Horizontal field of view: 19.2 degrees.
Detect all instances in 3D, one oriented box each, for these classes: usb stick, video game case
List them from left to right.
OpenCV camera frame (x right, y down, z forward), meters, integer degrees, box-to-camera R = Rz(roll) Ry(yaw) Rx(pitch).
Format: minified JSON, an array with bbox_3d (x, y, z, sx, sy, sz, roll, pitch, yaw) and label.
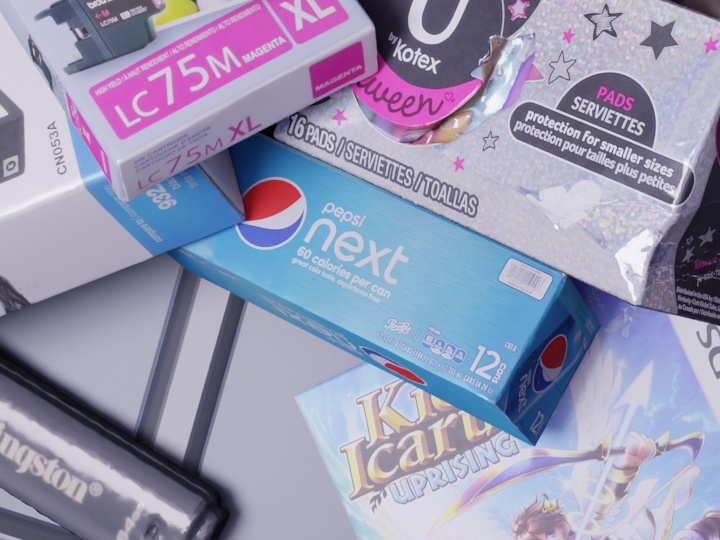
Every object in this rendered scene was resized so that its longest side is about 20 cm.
[{"bbox_3d":[-0.156,0.081,1.008,0.200,0.033,0.056,31,93,9],"label":"usb stick"},{"bbox_3d":[0.096,0.097,0.957,0.200,0.045,0.182,-25,83,9],"label":"video game case"}]

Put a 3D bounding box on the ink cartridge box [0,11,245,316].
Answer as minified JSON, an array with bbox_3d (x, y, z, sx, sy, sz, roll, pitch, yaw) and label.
[{"bbox_3d":[-0.168,-0.062,0.931,0.199,0.084,0.145,-21,65,9],"label":"ink cartridge box"}]

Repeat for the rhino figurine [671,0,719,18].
[{"bbox_3d":[0.198,-0.169,0.940,0.087,0.060,0.200,40,94,13],"label":"rhino figurine"}]

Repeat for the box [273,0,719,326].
[{"bbox_3d":[0.088,-0.064,0.878,0.200,0.132,0.115,26,97,38],"label":"box"}]

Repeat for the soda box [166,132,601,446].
[{"bbox_3d":[0.000,0.000,0.934,0.200,0.068,0.064,27,81,27],"label":"soda box"}]

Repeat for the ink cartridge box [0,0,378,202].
[{"bbox_3d":[-0.094,-0.136,0.872,0.119,0.042,0.200,-29,65,-13],"label":"ink cartridge box"}]
